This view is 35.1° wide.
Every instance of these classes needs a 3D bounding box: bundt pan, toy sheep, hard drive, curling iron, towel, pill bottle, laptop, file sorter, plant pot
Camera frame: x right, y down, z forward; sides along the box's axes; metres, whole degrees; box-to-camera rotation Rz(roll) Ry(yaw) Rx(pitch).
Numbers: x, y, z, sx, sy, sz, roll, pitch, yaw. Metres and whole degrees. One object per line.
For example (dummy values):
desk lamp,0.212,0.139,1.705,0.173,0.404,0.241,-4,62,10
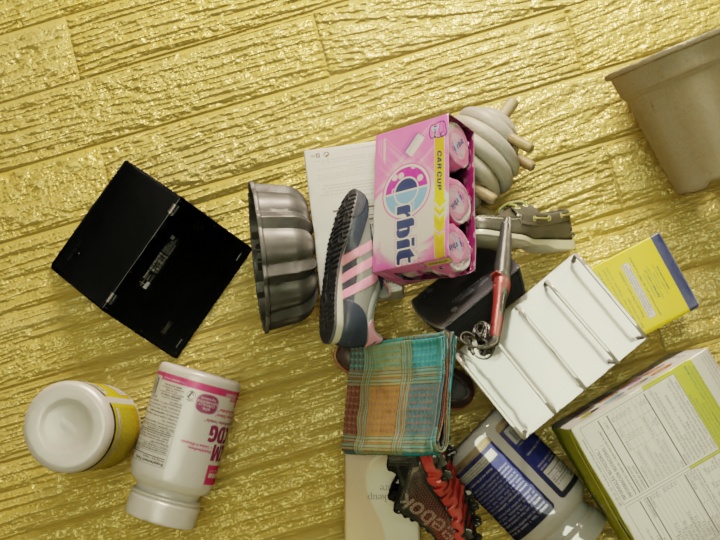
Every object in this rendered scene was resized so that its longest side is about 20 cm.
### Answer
bundt pan,-0.100,-0.021,1.493,0.075,0.202,0.204,-6,82,-8
toy sheep,0.156,-0.150,1.523,0.138,0.138,0.200,36,72,8
hard drive,0.139,0.032,1.468,0.135,0.200,0.042,-38,102,-2
curling iron,0.158,0.016,1.354,0.049,0.026,0.201,-3,55,29
towel,0.042,0.154,1.401,0.022,0.199,0.148,14,74,-35
pill bottle,0.214,0.281,1.465,0.116,0.116,0.200,-44,81,-2
laptop,-0.294,-0.018,1.595,0.200,0.116,0.188,36,86,-21
pill bottle,-0.350,0.203,1.473,0.111,0.200,0.113,-1,82,4
file sorter,0.230,0.091,1.377,0.200,0.125,0.139,-40,81,3
plant pot,0.444,-0.206,1.490,0.199,0.200,0.185,-21,93,1
pill bottle,-0.238,0.231,1.505,0.113,0.113,0.201,15,84,6

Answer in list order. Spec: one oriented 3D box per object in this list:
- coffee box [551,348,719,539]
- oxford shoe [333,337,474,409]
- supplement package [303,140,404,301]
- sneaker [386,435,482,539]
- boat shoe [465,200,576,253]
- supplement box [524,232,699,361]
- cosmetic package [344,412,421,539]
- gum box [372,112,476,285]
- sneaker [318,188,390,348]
coffee box,0.378,0.233,1.417,0.197,0.200,0.201,-30,83,0
oxford shoe,0.058,0.131,1.517,0.199,0.073,0.072,15,84,6
supplement package,-0.007,-0.059,1.527,0.109,0.114,0.202,-8,84,3
sneaker,0.090,0.292,1.430,0.097,0.071,0.201,-14,115,19
boat shoe,0.208,-0.058,1.488,0.072,0.201,0.061,-7,82,47
supplement box,0.321,0.051,1.491,0.199,0.109,0.110,-27,81,1
cosmetic package,0.029,0.287,1.500,0.104,0.071,0.202,-2,82,3
gum box,0.080,-0.082,1.427,0.113,0.066,0.202,-12,67,35
sneaker,0.000,0.000,1.441,0.081,0.070,0.202,11,81,-21
